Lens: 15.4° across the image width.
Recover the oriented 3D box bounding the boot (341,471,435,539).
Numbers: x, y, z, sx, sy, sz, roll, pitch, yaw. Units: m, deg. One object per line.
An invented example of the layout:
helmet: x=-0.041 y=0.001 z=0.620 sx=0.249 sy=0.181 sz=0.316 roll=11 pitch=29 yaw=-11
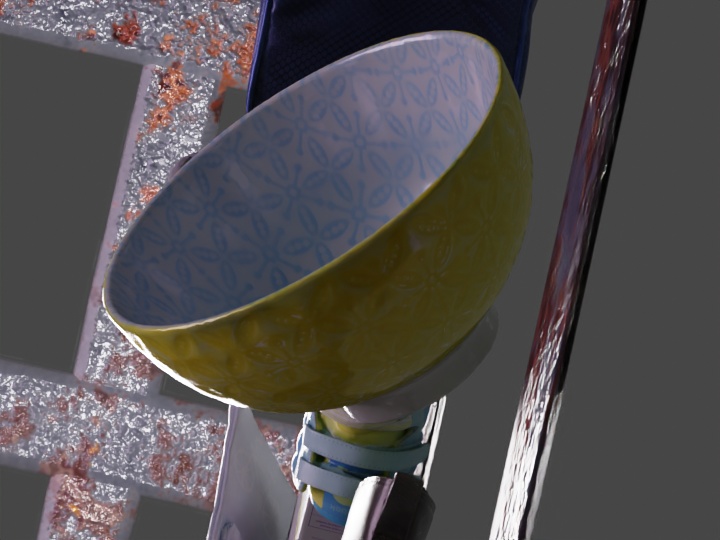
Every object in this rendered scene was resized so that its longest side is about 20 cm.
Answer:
boot: x=-0.006 y=0.187 z=1.286 sx=0.200 sy=0.069 sz=0.175 roll=123 pitch=165 yaw=-73

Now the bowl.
bowl: x=0.000 y=0.000 z=1.142 sx=0.108 sy=0.199 sz=0.201 roll=56 pitch=-160 yaw=-23

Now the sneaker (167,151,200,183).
sneaker: x=-0.057 y=0.005 z=1.341 sx=0.113 sy=0.077 sz=0.200 roll=-63 pitch=-19 yaw=10

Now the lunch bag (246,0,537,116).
lunch bag: x=0.018 y=-0.130 z=1.337 sx=0.132 sy=0.135 sz=0.202 roll=-83 pitch=5 yaw=-75

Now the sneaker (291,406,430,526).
sneaker: x=0.006 y=0.065 z=1.348 sx=0.200 sy=0.079 sz=0.132 roll=47 pitch=-123 yaw=-81

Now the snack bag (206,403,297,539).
snack bag: x=-0.053 y=0.209 z=1.646 sx=0.189 sy=0.021 sz=0.201 roll=63 pitch=-155 yaw=-42

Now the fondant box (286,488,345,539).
fondant box: x=-0.008 y=0.138 z=1.550 sx=0.145 sy=0.058 sz=0.201 roll=-80 pitch=2 yaw=-51
